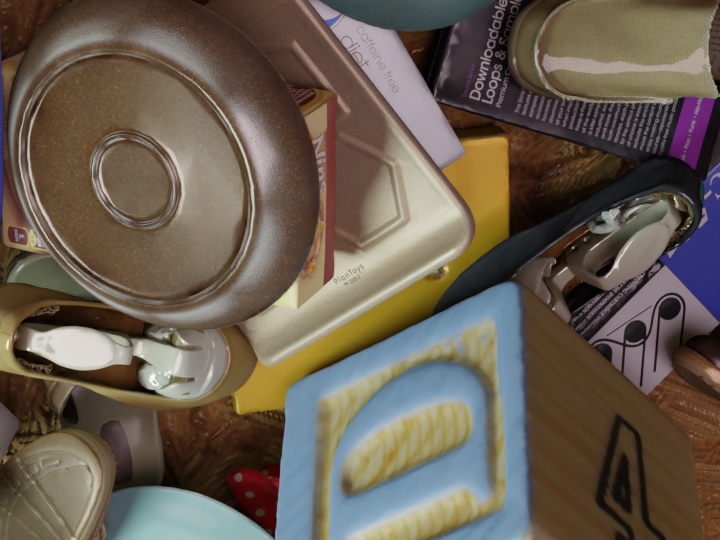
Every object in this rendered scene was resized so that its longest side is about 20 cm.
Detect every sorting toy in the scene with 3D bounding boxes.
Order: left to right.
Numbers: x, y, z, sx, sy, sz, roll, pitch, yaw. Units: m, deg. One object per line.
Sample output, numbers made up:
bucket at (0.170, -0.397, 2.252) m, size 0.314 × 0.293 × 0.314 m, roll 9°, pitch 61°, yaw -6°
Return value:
sorting toy at (-0.051, -0.061, 0.995) m, size 0.185 × 0.036 × 0.200 m, roll -32°, pitch 98°, yaw 35°

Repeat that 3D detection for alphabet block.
alphabet block at (0.082, 0.160, 1.038) m, size 0.195 × 0.197 × 0.200 m, roll -26°, pitch 131°, yaw 30°

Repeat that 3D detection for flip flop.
flip flop at (-0.169, 0.074, 1.062) m, size 0.081 × 0.058 × 0.200 m, roll -13°, pitch 113°, yaw -8°

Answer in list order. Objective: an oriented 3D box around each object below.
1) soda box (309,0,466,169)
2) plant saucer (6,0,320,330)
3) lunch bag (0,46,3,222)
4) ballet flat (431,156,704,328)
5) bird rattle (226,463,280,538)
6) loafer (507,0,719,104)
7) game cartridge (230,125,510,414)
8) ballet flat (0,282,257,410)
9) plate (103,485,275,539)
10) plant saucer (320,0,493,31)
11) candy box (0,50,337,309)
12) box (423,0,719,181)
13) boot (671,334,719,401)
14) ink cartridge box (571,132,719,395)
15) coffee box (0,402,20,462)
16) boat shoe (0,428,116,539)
soda box at (-0.019, -0.139, 1.007) m, size 0.068 × 0.064 × 0.200 m, roll -33°, pitch 106°, yaw -5°
plant saucer at (-0.118, -0.054, 0.922) m, size 0.200 × 0.032 × 0.200 m, roll 10°, pitch 116°, yaw 22°
lunch bag at (-0.284, -0.053, 0.911) m, size 0.124 × 0.170 × 0.200 m, roll 6°, pitch 106°, yaw 28°
ballet flat at (0.133, -0.001, 1.062) m, size 0.200 × 0.073 × 0.073 m, roll -34°, pitch 114°, yaw 9°
bird rattle at (-0.065, 0.227, 1.127) m, size 0.163 × 0.113 × 0.200 m, roll -17°, pitch 110°, yaw 9°
loafer at (0.188, -0.140, 1.026) m, size 0.200 × 0.067 × 0.076 m, roll -6°, pitch 100°, yaw -17°
game cartridge at (0.000, 0.000, 1.099) m, size 0.200 × 0.032 × 0.177 m, roll -6°, pitch 111°, yaw -10°
ballet flat at (-0.137, 0.052, 1.005) m, size 0.200 × 0.063 × 0.069 m, roll 8°, pitch 94°, yaw -34°
plate at (-0.119, 0.233, 1.095) m, size 0.200 × 0.026 × 0.200 m, roll 8°, pitch 116°, yaw 17°
plant saucer at (0.026, -0.239, 0.966) m, size 0.200 × 0.036 × 0.200 m, roll 3°, pitch 83°, yaw -25°
candy box at (-0.114, -0.057, 0.970) m, size 0.200 × 0.055 × 0.116 m, roll 12°, pitch 117°, yaw 22°
box at (0.148, -0.151, 1.067) m, size 0.200 × 0.036 × 0.143 m, roll 15°, pitch 94°, yaw -20°
boot at (0.309, 0.028, 1.156) m, size 0.200 × 0.072 × 0.167 m, roll 23°, pitch 95°, yaw -40°
ink cartridge box at (0.202, 0.008, 1.145) m, size 0.200 × 0.044 × 0.094 m, roll -45°, pitch 115°, yaw 3°
coffee box at (-0.309, 0.073, 0.987) m, size 0.080 × 0.114 × 0.200 m, roll -26°, pitch 116°, yaw 27°
boat shoe at (-0.198, 0.163, 1.057) m, size 0.071 × 0.064 × 0.200 m, roll 48°, pitch 127°, yaw 15°
